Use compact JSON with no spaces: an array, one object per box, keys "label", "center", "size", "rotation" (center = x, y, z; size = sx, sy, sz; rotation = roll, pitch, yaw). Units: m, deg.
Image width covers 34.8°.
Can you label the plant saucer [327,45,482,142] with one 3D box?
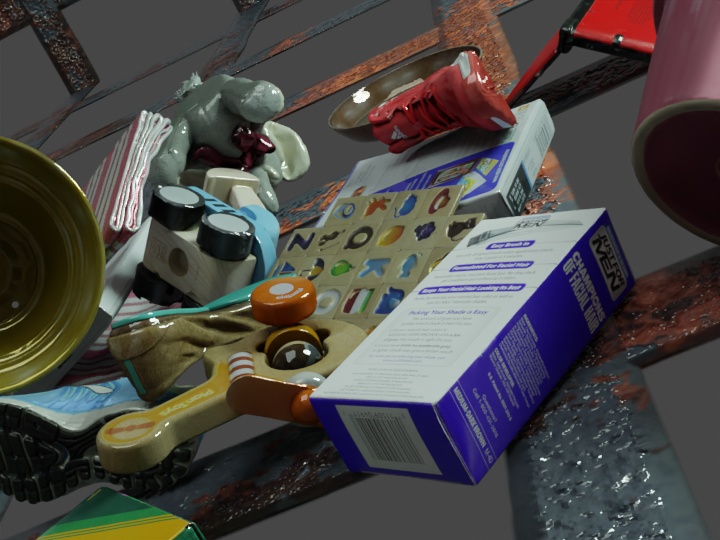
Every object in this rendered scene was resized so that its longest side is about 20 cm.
[{"label":"plant saucer","center":[0.057,-0.203,1.344],"size":[0.199,0.035,0.201],"rotation":[-25,21,10]}]

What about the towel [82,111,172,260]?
[{"label":"towel","center":[-0.234,-0.034,1.010],"size":[0.200,0.030,0.147],"rotation":[-42,30,39]}]

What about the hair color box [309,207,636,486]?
[{"label":"hair color box","center":[0.074,0.042,0.712],"size":[0.109,0.065,0.200],"rotation":[-4,33,48]}]

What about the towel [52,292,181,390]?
[{"label":"towel","center":[-0.204,0.053,1.073],"size":[0.145,0.030,0.200],"rotation":[-21,22,19]}]

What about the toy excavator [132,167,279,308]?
[{"label":"toy excavator","center":[-0.124,-0.033,1.070],"size":[0.194,0.101,0.199],"rotation":[30,25,32]}]

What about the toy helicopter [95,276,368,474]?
[{"label":"toy helicopter","center":[-0.075,0.083,0.745],"size":[0.199,0.080,0.132],"rotation":[-24,29,-31]}]

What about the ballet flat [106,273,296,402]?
[{"label":"ballet flat","center":[-0.104,0.053,0.847],"size":[0.067,0.073,0.199],"rotation":[-15,1,31]}]

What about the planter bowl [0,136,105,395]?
[{"label":"planter bowl","center":[-0.303,-0.001,0.905],"size":[0.199,0.202,0.083],"rotation":[-32,3,-14]}]

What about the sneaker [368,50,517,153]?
[{"label":"sneaker","center":[0.069,-0.134,1.022],"size":[0.115,0.079,0.200],"rotation":[-33,6,8]}]

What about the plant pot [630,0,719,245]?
[{"label":"plant pot","center":[0.259,-0.119,0.710],"size":[0.199,0.200,0.180],"rotation":[-1,48,49]}]

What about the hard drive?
[{"label":"hard drive","center":[-0.251,0.035,1.083],"size":[0.132,0.026,0.200],"rotation":[-45,13,21]}]

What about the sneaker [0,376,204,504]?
[{"label":"sneaker","center":[-0.199,0.120,0.852],"size":[0.198,0.079,0.090],"rotation":[0,16,18]}]

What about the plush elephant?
[{"label":"plush elephant","center":[-0.137,-0.125,1.261],"size":[0.164,0.155,0.200],"rotation":[-36,28,2]}]

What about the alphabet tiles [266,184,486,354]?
[{"label":"alphabet tiles","center":[0.000,0.000,0.903],"size":[0.198,0.006,0.167],"rotation":[-3,47,40]}]

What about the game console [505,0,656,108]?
[{"label":"game console","center":[0.254,-0.226,1.180],"size":[0.171,0.120,0.200],"rotation":[17,39,17]}]

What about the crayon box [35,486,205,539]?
[{"label":"crayon box","center":[-0.179,0.213,0.628],"size":[0.200,0.059,0.118],"rotation":[-40,24,-30]}]

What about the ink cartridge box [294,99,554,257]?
[{"label":"ink cartridge box","center":[0.061,-0.070,1.014],"size":[0.198,0.044,0.199],"rotation":[-16,24,27]}]
